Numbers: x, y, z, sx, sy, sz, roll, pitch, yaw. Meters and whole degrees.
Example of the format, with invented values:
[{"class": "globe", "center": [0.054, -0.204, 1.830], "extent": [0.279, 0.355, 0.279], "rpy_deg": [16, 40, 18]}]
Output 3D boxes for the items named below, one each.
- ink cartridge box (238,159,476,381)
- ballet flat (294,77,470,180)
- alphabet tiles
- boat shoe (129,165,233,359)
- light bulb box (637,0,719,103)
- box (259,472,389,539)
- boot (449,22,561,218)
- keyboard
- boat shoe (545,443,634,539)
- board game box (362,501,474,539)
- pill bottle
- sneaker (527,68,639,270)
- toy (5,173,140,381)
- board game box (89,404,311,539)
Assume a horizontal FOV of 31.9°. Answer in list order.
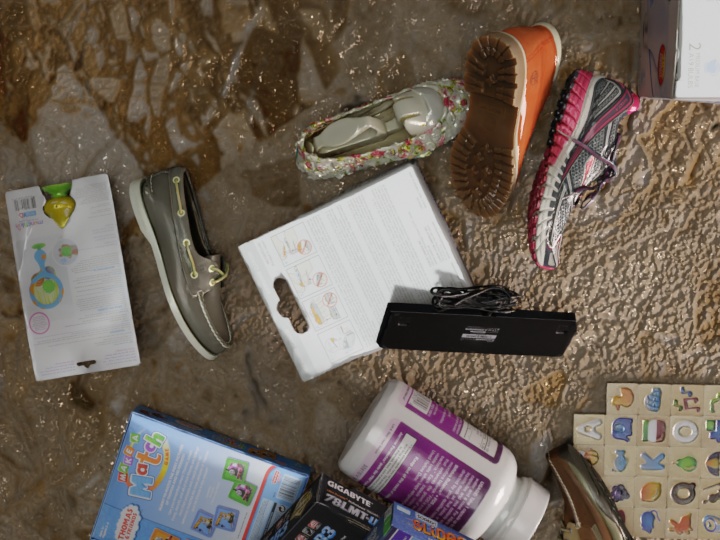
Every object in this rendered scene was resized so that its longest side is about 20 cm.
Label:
[{"class": "ink cartridge box", "center": [0.000, 0.000, 1.295], "extent": [0.200, 0.057, 0.163], "rpy_deg": [-24, 96, 12]}, {"class": "ballet flat", "center": [0.026, -0.142, 1.258], "extent": [0.200, 0.064, 0.076], "rpy_deg": [-23, 74, 7]}, {"class": "alphabet tiles", "center": [0.321, 0.199, 1.316], "extent": [0.200, 0.006, 0.167], "rpy_deg": [1, 98, 4]}, {"class": "boat shoe", "center": [-0.172, -0.008, 1.294], "extent": [0.060, 0.072, 0.202], "rpy_deg": [-22, 92, 12]}, {"class": "light bulb box", "center": [0.333, -0.253, 1.155], "extent": [0.125, 0.200, 0.199], "rpy_deg": [1, 97, 4]}, {"class": "box", "center": [-0.011, 0.320, 1.284], "extent": [0.198, 0.050, 0.200], "rpy_deg": [31, 121, -13]}, {"class": "boot", "center": [0.150, -0.149, 1.247], "extent": [0.075, 0.107, 0.200], "rpy_deg": [28, 129, 27]}, {"class": "keyboard", "center": [0.121, 0.044, 1.263], "extent": [0.200, 0.104, 0.040], "rpy_deg": [3, 55, -11]}, {"class": "boat shoe", "center": [0.239, 0.277, 1.293], "extent": [0.074, 0.076, 0.200], "rpy_deg": [-29, 94, 11]}, {"class": "board game box", "center": [0.040, 0.325, 1.232], "extent": [0.135, 0.034, 0.200], "rpy_deg": [28, 122, -12]}, {"class": "pill bottle", "center": [0.087, 0.207, 1.282], "extent": [0.200, 0.112, 0.112], "rpy_deg": [33, 99, 0]}, {"class": "sneaker", "center": [0.215, -0.095, 1.247], "extent": [0.075, 0.081, 0.200], "rpy_deg": [17, 98, 0]}, {"class": "toy", "center": [-0.296, 0.006, 1.318], "extent": [0.115, 0.047, 0.200], "rpy_deg": [-9, 94, 9]}, {"class": "board game box", "center": [-0.170, 0.248, 1.346], "extent": [0.200, 0.037, 0.151], "rpy_deg": [20, 99, 0]}]
